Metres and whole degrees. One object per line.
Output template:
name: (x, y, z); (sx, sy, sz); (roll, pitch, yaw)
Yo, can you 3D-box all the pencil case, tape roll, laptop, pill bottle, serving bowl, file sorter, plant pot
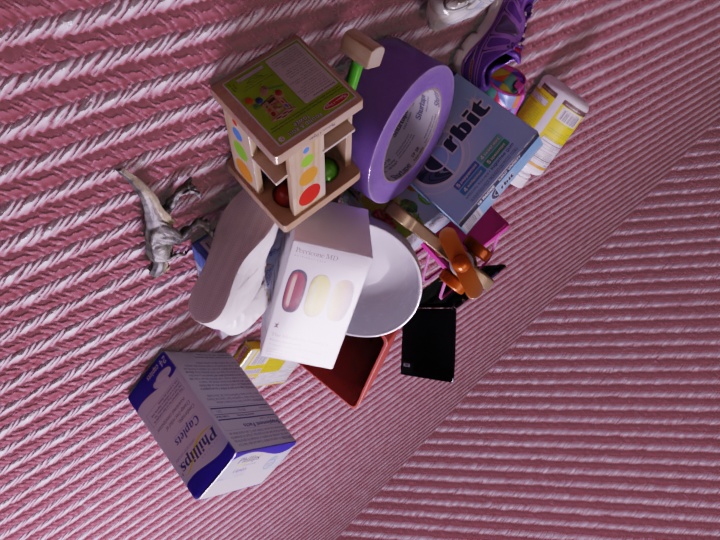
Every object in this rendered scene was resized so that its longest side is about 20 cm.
pencil case: (0.222, -0.254, 1.310); (0.087, 0.088, 0.202); (-30, 152, -31)
tape roll: (0.039, -0.201, 1.026); (0.201, 0.084, 0.202); (-48, 158, -26)
laptop: (0.160, 0.088, 1.336); (0.198, 0.105, 0.176); (-37, -166, -24)
pill bottle: (0.341, -0.264, 1.465); (0.108, 0.109, 0.202); (-5, 135, -57)
serving bowl: (0.000, 0.000, 1.133); (0.203, 0.196, 0.066); (-61, -174, 34)
file sorter: (0.124, -0.075, 1.286); (0.138, 0.200, 0.126); (-34, 159, -22)
plant pot: (-0.012, 0.074, 1.326); (0.176, 0.198, 0.202); (-41, 162, -42)

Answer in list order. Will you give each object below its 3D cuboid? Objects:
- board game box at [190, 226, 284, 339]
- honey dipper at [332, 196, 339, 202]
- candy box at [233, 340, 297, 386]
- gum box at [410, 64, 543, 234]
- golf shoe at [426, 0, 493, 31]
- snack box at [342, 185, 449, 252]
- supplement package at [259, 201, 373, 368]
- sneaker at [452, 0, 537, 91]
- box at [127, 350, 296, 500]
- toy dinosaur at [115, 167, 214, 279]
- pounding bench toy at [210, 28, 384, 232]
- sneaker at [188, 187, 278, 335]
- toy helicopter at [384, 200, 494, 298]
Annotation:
board game box: (-0.143, -0.018, 1.106); (0.198, 0.043, 0.201); (-35, 152, -25)
honey dipper: (-0.037, -0.156, 1.086); (0.038, 0.038, 0.203); (-26, 146, -37)
candy box: (-0.173, 0.171, 1.397); (0.103, 0.026, 0.199); (-50, 157, 16)
gum box: (0.140, -0.182, 1.118); (0.171, 0.200, 0.044); (-48, 149, 4)
golf shoe: (0.162, -0.390, 1.017); (0.197, 0.079, 0.097); (-31, 171, -19)
snack box: (0.088, -0.128, 1.203); (0.198, 0.142, 0.053); (-35, 155, -21)
supplement package: (-0.064, 0.017, 1.038); (0.111, 0.111, 0.203); (11, 126, -12)
sneaker: (0.226, -0.358, 1.140); (0.202, 0.083, 0.080); (-54, 156, 17)
box: (-0.227, 0.233, 1.177); (0.105, 0.200, 0.183); (-48, 157, 12)
toy dinosaur: (-0.225, -0.059, 0.900); (0.087, 0.048, 0.202); (-28, 149, -22)
pounding bench toy: (-0.054, -0.173, 0.901); (0.198, 0.124, 0.157); (-37, 156, -20)
sneaker: (-0.146, -0.014, 0.988); (0.204, 0.072, 0.116); (-62, 161, -8)
toy helicopter: (0.115, -0.032, 1.089); (0.080, 0.198, 0.133); (-51, -161, 9)
